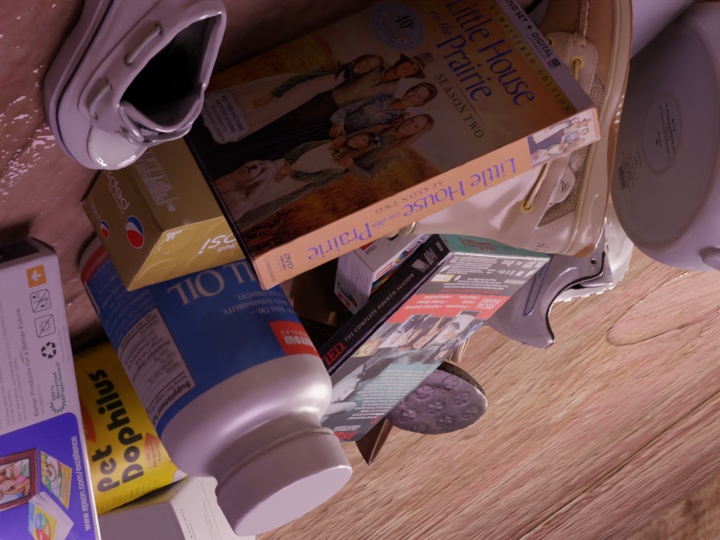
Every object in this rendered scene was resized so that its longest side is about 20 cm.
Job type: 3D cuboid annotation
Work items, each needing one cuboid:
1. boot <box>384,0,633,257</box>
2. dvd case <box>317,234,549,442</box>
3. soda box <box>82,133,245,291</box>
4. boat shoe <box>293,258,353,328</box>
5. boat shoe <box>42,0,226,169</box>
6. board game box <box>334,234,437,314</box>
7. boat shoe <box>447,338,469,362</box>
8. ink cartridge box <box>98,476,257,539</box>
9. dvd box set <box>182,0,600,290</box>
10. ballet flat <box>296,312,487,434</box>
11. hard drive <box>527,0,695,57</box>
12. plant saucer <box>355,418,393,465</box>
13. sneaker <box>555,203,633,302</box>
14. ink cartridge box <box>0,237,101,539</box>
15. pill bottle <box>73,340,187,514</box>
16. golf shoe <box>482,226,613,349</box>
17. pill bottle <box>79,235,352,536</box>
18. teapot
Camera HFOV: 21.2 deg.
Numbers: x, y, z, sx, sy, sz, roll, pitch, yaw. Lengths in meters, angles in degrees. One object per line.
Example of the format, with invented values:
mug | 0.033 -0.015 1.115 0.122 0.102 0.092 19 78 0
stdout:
boot | 0.074 -0.112 1.131 0.155 0.201 0.073 4 -170 -12
dvd case | 0.023 0.049 1.273 0.200 0.022 0.146 -46 158 22
soda box | -0.062 -0.051 1.158 0.199 0.064 0.068 -16 156 -36
boat shoe | 0.000 0.000 1.380 0.070 0.071 0.200 -16 167 -15
boat shoe | -0.113 -0.094 0.965 0.073 0.067 0.200 -22 160 -22
board game box | 0.069 -0.054 1.234 0.200 0.035 0.126 -39 170 -12
boat shoe | 0.100 -0.031 1.371 0.201 0.063 0.073 -54 172 -3
ink cartridge box | -0.156 0.183 1.432 0.145 0.085 0.200 -14 -168 19
dvd box set | 0.010 -0.083 1.042 0.199 0.147 0.029 -24 138 -6
ballet flat | 0.006 0.070 1.378 0.199 0.046 0.067 18 123 -28
hard drive | 0.169 -0.175 1.249 0.200 0.026 0.132 -43 158 31
plant saucer | 0.036 0.056 1.513 0.201 0.037 0.200 -63 175 -10
sneaker | 0.167 -0.026 1.571 0.200 0.076 0.081 -24 133 -46
ink cartridge box | -0.255 0.102 1.103 0.199 0.199 0.043 -18 -158 -33
pill bottle | -0.199 0.117 1.316 0.199 0.110 0.109 -22 160 -23
golf shoe | 0.160 -0.032 1.438 0.200 0.097 0.078 -54 170 -1
pill bottle | -0.085 0.058 1.189 0.112 0.200 0.112 -27 161 -10
teapot | 0.272 -0.086 1.332 0.145 0.197 0.201 5 107 -20
